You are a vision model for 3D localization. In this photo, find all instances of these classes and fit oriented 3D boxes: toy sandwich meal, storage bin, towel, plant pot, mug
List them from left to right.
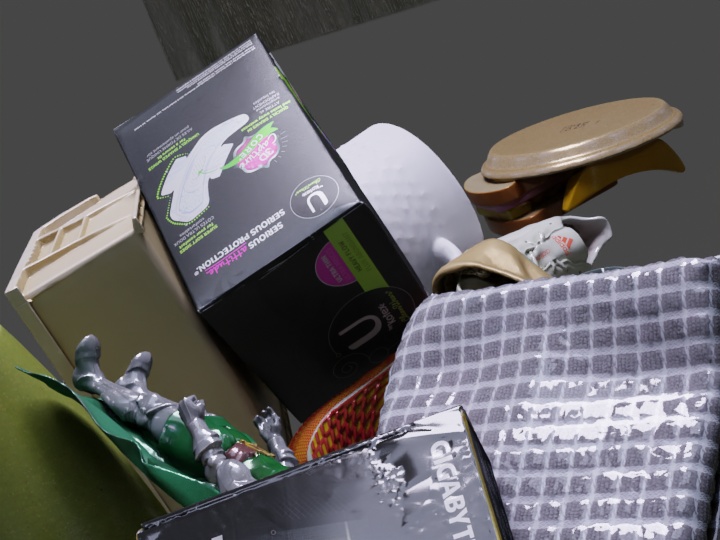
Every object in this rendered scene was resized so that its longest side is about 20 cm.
[{"bbox_3d":[-0.201,0.138,0.824,0.187,0.200,0.187,-21,15,6],"label":"plant pot"},{"bbox_3d":[-0.137,0.049,1.012,0.094,0.200,0.199,-31,15,1],"label":"storage bin"},{"bbox_3d":[0.000,0.000,1.148,0.175,0.148,0.200,-36,36,-21],"label":"mug"},{"bbox_3d":[0.095,0.084,0.709,0.200,0.086,0.166,-10,49,35],"label":"towel"},{"bbox_3d":[0.195,-0.093,1.329,0.205,0.070,0.205,-17,13,4],"label":"toy sandwich meal"}]

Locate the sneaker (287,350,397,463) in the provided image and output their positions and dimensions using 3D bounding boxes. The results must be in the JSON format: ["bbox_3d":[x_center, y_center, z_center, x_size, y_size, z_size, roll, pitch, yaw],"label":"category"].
[{"bbox_3d":[0.030,0.079,0.960,0.200,0.073,0.077,-26,-1,-31],"label":"sneaker"}]

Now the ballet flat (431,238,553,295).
[{"bbox_3d":[0.116,0.041,0.893,0.063,0.069,0.200,-17,30,-31],"label":"ballet flat"}]

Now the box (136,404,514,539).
[{"bbox_3d":[-0.005,0.164,0.598,0.159,0.049,0.200,-22,42,8],"label":"box"}]

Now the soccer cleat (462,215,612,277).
[{"bbox_3d":[0.122,-0.001,1.080,0.077,0.069,0.200,-26,4,32],"label":"soccer cleat"}]

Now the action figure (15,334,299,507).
[{"bbox_3d":[-0.072,0.092,0.753,0.200,0.055,0.118,28,5,39],"label":"action figure"}]

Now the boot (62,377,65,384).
[{"bbox_3d":[-0.158,0.087,1.190,0.203,0.074,0.154,-25,17,9],"label":"boot"}]

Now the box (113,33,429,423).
[{"bbox_3d":[-0.055,-0.029,1.004,0.124,0.149,0.200,-33,46,3],"label":"box"}]

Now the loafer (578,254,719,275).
[{"bbox_3d":[0.197,0.033,0.924,0.200,0.063,0.072,-13,59,34],"label":"loafer"}]
